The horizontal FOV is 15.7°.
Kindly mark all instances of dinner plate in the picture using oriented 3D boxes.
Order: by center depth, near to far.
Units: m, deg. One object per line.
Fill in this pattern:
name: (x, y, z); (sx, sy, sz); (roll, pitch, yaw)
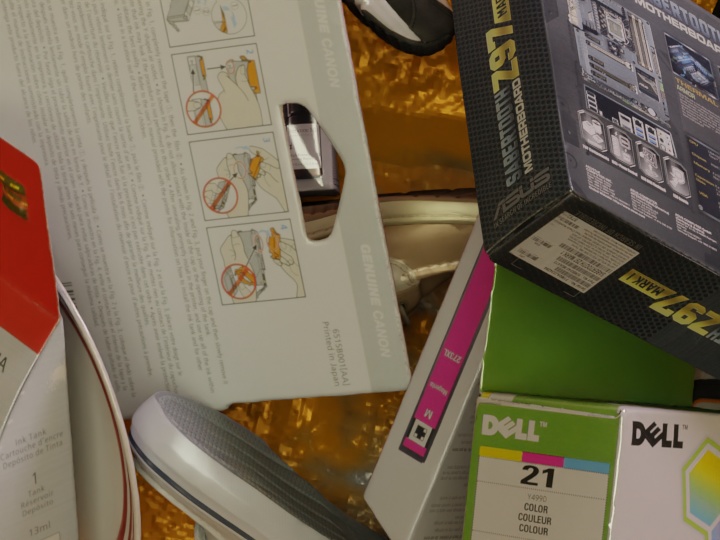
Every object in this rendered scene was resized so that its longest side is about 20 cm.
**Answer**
dinner plate: (-0.144, 0.061, 1.111); (0.024, 0.200, 0.200); (-21, 87, -32)

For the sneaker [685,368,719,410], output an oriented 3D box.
sneaker: (0.133, 0.080, 1.136); (0.080, 0.074, 0.200); (27, 90, 5)

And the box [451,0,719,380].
box: (0.127, -0.038, 1.023); (0.200, 0.158, 0.051); (27, 132, -33)

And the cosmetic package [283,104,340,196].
cosmetic package: (-0.111, -0.070, 1.164); (0.200, 0.051, 0.083); (-3, 88, 3)

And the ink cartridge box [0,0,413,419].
ink cartridge box: (-0.072, -0.040, 1.095); (0.173, 0.044, 0.200); (-6, 105, 18)

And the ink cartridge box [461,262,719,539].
ink cartridge box: (0.118, 0.055, 1.029); (0.076, 0.148, 0.200); (5, 89, 43)

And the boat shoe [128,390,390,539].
boat shoe: (-0.034, 0.128, 1.108); (0.067, 0.074, 0.200); (-46, 120, 9)

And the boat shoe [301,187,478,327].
boat shoe: (0.000, 0.000, 1.151); (0.200, 0.071, 0.065); (-5, 93, 13)

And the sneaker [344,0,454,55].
sneaker: (-0.010, -0.187, 1.142); (0.080, 0.074, 0.200); (-32, 88, 0)

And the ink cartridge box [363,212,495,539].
ink cartridge box: (0.058, 0.053, 1.095); (0.037, 0.095, 0.200); (26, 101, 33)

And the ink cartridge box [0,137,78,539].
ink cartridge box: (-0.181, 0.023, 1.081); (0.047, 0.160, 0.200); (-22, 126, -32)

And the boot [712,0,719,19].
boot: (0.249, -0.125, 1.130); (0.158, 0.079, 0.211); (30, 90, 3)
